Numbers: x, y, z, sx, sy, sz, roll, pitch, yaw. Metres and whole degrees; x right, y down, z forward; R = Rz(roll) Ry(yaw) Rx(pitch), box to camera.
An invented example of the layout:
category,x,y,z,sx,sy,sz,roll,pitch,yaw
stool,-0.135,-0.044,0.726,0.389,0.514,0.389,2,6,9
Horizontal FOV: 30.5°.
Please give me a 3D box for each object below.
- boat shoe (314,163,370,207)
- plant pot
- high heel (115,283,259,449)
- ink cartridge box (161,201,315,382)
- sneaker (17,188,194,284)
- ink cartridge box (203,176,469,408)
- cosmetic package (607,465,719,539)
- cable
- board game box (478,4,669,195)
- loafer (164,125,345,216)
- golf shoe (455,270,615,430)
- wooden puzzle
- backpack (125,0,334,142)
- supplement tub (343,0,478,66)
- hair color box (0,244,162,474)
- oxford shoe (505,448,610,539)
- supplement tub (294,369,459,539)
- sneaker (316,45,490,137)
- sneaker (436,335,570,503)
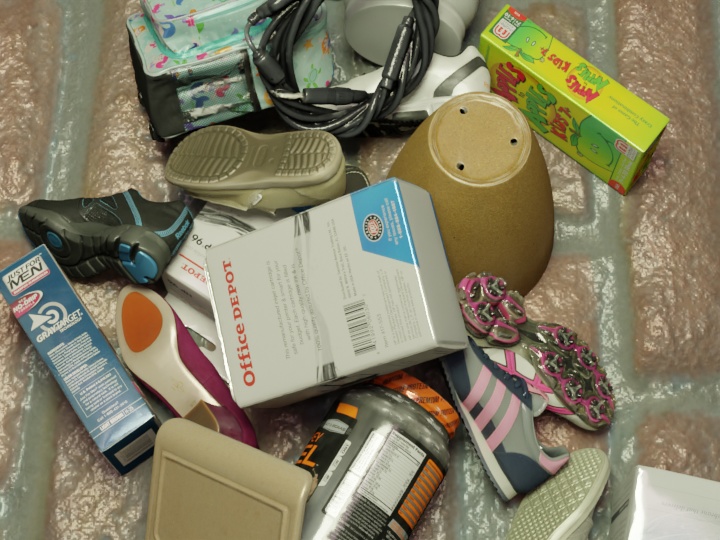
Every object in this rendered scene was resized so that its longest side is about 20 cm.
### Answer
category,x,y,z,sx,sy,sz,roll,pitch,yaw
boat shoe,-0.001,0.001,1.248,0.071,0.066,0.205,-1,92,-33
plant pot,0.102,-0.078,1.244,0.183,0.200,0.189,0,69,1
high heel,-0.165,0.100,1.251,0.067,0.096,0.201,-35,62,8
ink cartridge box,-0.114,-0.007,1.285,0.115,0.068,0.201,31,72,11
sneaker,-0.247,-0.039,1.280,0.198,0.074,0.082,13,48,32
ink cartridge box,-0.023,0.024,1.155,0.198,0.086,0.149,-19,78,24
cosmetic package,0.310,0.297,1.143,0.196,0.123,0.203,11,71,4
cable,-0.002,-0.216,1.244,0.199,0.164,0.051,-33,29,-2
board game box,0.207,-0.170,1.331,0.199,0.102,0.048,38,74,13
loafer,-0.097,-0.087,1.238,0.197,0.069,0.076,6,56,32
golf shoe,0.154,0.084,1.253,0.199,0.092,0.073,40,50,-6
wooden puzzle,-0.119,0.246,1.131,0.183,0.037,0.203,15,97,40
backpack,-0.128,-0.231,1.320,0.197,0.152,0.178,-11,34,-12
supplement tub,0.058,-0.325,1.366,0.143,0.146,0.203,9,69,3
hair color box,-0.259,0.084,1.233,0.060,0.100,0.201,-33,73,-11
oxford shoe,0.172,0.250,1.198,0.058,0.075,0.201,47,61,-27
supplement tub,0.000,0.193,1.180,0.121,0.123,0.201,30,71,11
sneaker,0.038,-0.181,1.335,0.197,0.074,0.081,-2,81,9
sneaker,0.123,0.108,1.203,0.081,0.070,0.202,-25,107,4
